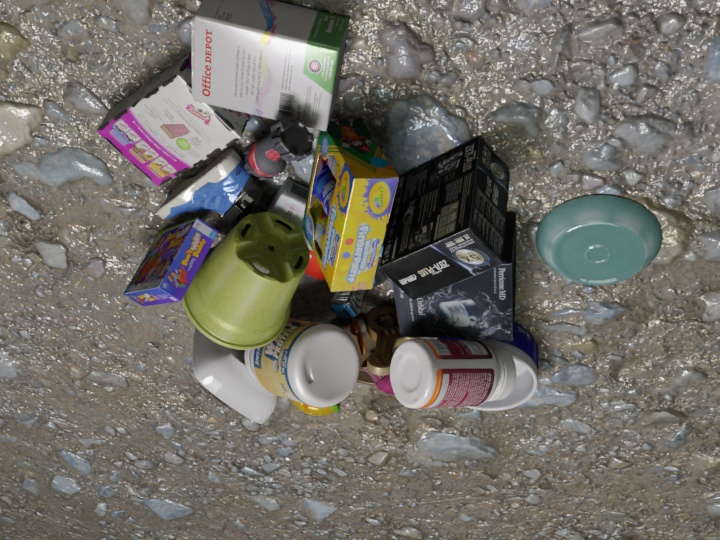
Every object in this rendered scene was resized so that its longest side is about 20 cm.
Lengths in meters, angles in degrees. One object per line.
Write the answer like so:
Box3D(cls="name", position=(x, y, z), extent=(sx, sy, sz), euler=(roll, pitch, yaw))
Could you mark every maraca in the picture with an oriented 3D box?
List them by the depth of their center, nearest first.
Box3D(cls="maraca", position=(-0.099, 0.230, 1.729), extent=(0.137, 0.107, 0.200), euler=(53, 166, -11))

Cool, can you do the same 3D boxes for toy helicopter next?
Box3D(cls="toy helicopter", position=(0.036, 0.119, 1.527), extent=(0.132, 0.200, 0.079), euler=(10, 120, 5))

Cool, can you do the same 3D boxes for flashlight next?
Box3D(cls="flashlight", position=(-0.120, -0.175, 1.267), extent=(0.067, 0.068, 0.200), euler=(2, 180, -23))

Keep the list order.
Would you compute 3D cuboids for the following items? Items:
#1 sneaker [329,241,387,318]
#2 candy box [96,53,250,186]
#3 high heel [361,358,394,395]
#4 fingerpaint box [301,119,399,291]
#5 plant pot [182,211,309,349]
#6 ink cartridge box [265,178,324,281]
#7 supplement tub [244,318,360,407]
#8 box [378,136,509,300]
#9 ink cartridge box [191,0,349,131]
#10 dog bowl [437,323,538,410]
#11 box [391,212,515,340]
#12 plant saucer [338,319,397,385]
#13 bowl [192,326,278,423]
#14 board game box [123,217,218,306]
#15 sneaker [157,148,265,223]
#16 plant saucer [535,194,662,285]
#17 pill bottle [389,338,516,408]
Box3D(cls="sneaker", position=(0.000, 0.000, 1.488), extent=(0.073, 0.082, 0.200), euler=(25, 140, -11))
Box3D(cls="candy box", position=(-0.289, -0.228, 1.327), extent=(0.199, 0.061, 0.136), euler=(-21, 128, 34))
Box3D(cls="high heel", position=(0.092, 0.193, 1.637), extent=(0.096, 0.068, 0.200), euler=(45, 151, -19))
Box3D(cls="fingerpaint box", position=(-0.022, -0.098, 1.282), extent=(0.073, 0.167, 0.201), euler=(-3, 130, -21))
Box3D(cls="plant pot", position=(-0.177, 0.002, 1.428), extent=(0.200, 0.201, 0.184), euler=(26, 141, -14))
Box3D(cls="ink cartridge box", position=(-0.097, -0.051, 1.484), extent=(0.162, 0.057, 0.200), euler=(25, 133, -14))
Box3D(cls="supplement tub", position=(-0.110, 0.162, 1.548), extent=(0.145, 0.145, 0.200), euler=(42, 158, -29))
Box3D(cls="box", position=(0.128, -0.078, 1.279), extent=(0.163, 0.201, 0.086), euler=(-24, 127, 34))
Box3D(cls="ink cartridge box", position=(-0.127, -0.293, 1.194), extent=(0.199, 0.084, 0.145), euler=(13, 139, -1))
Box3D(cls="dog bowl", position=(0.237, 0.178, 1.627), extent=(0.199, 0.079, 0.201), euler=(7, 139, 7))
Box3D(cls="box", position=(0.159, 0.011, 1.434), extent=(0.199, 0.118, 0.197), euler=(1, 137, 12))
Box3D(cls="plant saucer", position=(0.022, 0.161, 1.702), extent=(0.199, 0.030, 0.201), euler=(7, 138, 6))
Box3D(cls="bowl", position=(-0.230, 0.177, 1.673), extent=(0.075, 0.200, 0.200), euler=(-38, 121, 20))
Box3D(cls="board game box", position=(-0.328, -0.011, 1.470), extent=(0.045, 0.135, 0.200), euler=(35, 159, -24))
Box3D(cls="sneaker", position=(-0.245, -0.111, 1.432), extent=(0.199, 0.077, 0.111), euler=(-30, 114, 30))
Box3D(cls="plant saucer", position=(0.383, -0.037, 1.384), extent=(0.199, 0.036, 0.201), euler=(7, 138, 6))
Box3D(cls="pill bottle", position=(0.159, 0.173, 1.450), extent=(0.199, 0.115, 0.114), euler=(5, 147, -34))
